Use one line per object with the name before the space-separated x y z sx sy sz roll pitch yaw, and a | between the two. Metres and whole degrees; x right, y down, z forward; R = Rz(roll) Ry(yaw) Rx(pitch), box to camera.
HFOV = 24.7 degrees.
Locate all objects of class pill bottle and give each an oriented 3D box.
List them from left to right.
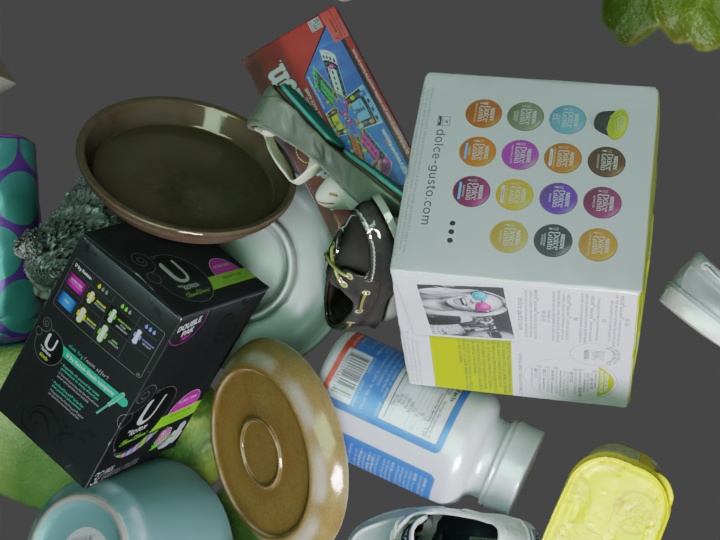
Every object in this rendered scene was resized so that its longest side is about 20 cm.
pill bottle | 0.056 0.141 1.466 0.200 0.112 0.112 25 93 10

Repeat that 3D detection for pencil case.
pencil case | -0.348 -0.026 1.558 0.092 0.085 0.200 -4 87 -5

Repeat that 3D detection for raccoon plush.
raccoon plush | -0.254 -0.065 1.515 0.097 0.134 0.200 11 90 11

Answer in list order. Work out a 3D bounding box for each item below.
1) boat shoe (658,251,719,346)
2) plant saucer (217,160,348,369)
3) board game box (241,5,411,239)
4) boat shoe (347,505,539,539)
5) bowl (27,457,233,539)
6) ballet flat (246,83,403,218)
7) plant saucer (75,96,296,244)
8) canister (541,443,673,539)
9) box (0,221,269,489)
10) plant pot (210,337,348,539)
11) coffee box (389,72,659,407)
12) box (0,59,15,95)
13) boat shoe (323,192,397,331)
boat shoe | 0.360 0.057 1.439 0.200 0.072 0.069 36 95 18
plant saucer | -0.109 -0.005 1.531 0.200 0.050 0.200 0 88 11
board game box | -0.023 -0.135 1.523 0.103 0.019 0.200 -30 76 9
boat shoe | 0.059 0.236 1.450 0.200 0.065 0.074 -13 62 36
bowl | -0.225 0.262 1.484 0.201 0.105 0.201 -9 72 29
ballet flat | -0.027 -0.091 1.470 0.200 0.067 0.064 43 99 28
plant saucer | -0.158 -0.088 1.481 0.200 0.200 0.029 27 128 10
canister | 0.204 0.222 1.390 0.087 0.200 0.149 22 93 10
box | -0.204 0.066 1.463 0.124 0.149 0.200 39 115 16
plant pot | -0.081 0.160 1.467 0.200 0.027 0.200 17 111 51
coffee box | 0.143 -0.024 1.375 0.198 0.200 0.200 5 60 10
box | -0.427 -0.243 1.575 0.078 0.095 0.200 -35 84 7
boat shoe | 0.000 0.000 1.433 0.061 0.201 0.072 -20 66 -11
